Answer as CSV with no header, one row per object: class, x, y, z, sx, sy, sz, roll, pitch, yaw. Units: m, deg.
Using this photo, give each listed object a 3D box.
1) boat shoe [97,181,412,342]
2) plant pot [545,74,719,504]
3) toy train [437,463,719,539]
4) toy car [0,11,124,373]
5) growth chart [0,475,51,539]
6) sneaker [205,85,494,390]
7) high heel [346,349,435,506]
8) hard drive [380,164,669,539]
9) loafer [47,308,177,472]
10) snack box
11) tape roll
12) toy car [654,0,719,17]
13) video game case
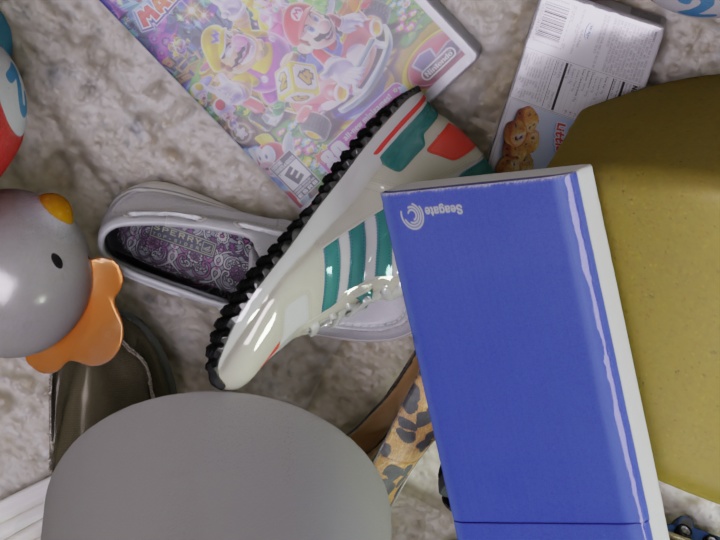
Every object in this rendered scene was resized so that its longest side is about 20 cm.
boat shoe,-0.055,-0.001,1.616,0.199,0.069,0.072,22,112,3
plant pot,0.191,0.003,1.501,0.199,0.196,0.196,12,115,11
toy train,0.132,0.144,1.621,0.199,0.046,0.034,22,126,-19
toy car,-0.207,-0.027,1.582,0.199,0.185,0.177,34,112,-10
growth chart,-0.161,0.213,1.742,0.144,0.018,0.201,-17,105,16
sneaker,0.000,0.000,1.553,0.093,0.070,0.200,39,81,-7
high heel,-0.006,0.085,1.619,0.199,0.072,0.143,-13,125,0
hard drive,0.085,0.050,1.468,0.131,0.025,0.201,-4,102,44
loafer,-0.146,0.120,1.662,0.075,0.070,0.201,-2,108,9
snack box,0.107,-0.058,1.587,0.071,0.024,0.201,18,112,2
tape roll,-0.081,0.185,1.555,0.201,0.140,0.204,0,131,0
toy car,0.174,-0.200,1.420,0.183,0.200,0.178,7,111,9
video game case,-0.049,-0.148,1.590,0.143,0.018,0.200,-41,97,22
